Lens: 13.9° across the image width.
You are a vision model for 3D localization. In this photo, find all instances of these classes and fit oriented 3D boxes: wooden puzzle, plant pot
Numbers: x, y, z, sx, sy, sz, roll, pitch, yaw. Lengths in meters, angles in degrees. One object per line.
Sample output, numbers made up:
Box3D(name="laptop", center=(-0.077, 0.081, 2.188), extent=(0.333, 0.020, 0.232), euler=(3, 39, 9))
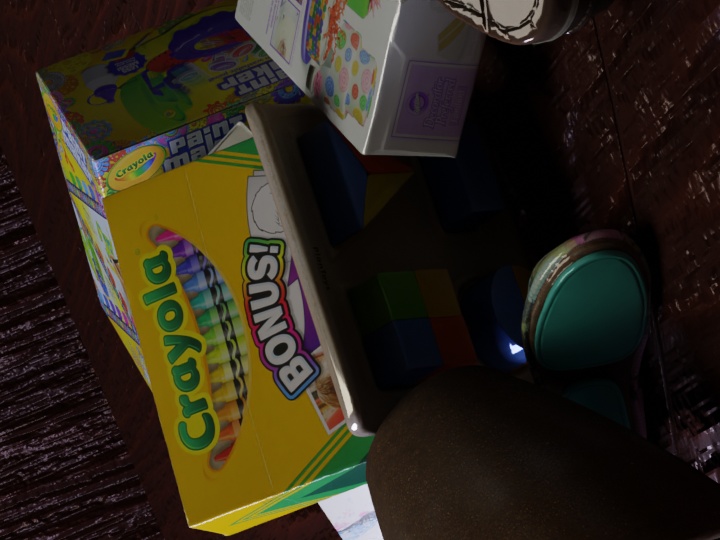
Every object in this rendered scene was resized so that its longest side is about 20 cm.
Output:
Box3D(name="wooden puzzle", center=(0.038, -0.010, 1.585), extent=(0.046, 0.199, 0.186), euler=(-29, 73, 37))
Box3D(name="plant pot", center=(0.094, 0.141, 1.478), extent=(0.200, 0.186, 0.188), euler=(47, 157, 40))

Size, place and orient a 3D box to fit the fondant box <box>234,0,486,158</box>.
Box3D(name="fondant box", center=(0.004, -0.164, 1.568), extent=(0.200, 0.058, 0.145), euler=(-130, 48, -56))

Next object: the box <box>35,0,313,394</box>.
Box3D(name="box", center=(-0.077, -0.056, 1.882), extent=(0.122, 0.199, 0.194), euler=(-127, 20, -51))

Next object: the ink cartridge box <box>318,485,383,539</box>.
Box3D(name="ink cartridge box", center=(0.045, 0.130, 1.761), extent=(0.200, 0.116, 0.068), euler=(57, -145, -30))

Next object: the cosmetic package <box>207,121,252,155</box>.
Box3D(name="cosmetic package", center=(-0.021, 0.009, 1.809), extent=(0.200, 0.087, 0.103), euler=(36, -169, -39))

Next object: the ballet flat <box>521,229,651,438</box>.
Box3D(name="ballet flat", center=(0.119, 0.036, 1.556), extent=(0.201, 0.069, 0.071), euler=(81, -179, -45))

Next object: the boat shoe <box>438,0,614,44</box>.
Box3D(name="boat shoe", center=(0.041, -0.170, 1.417), extent=(0.202, 0.075, 0.075), euler=(41, 128, 30))

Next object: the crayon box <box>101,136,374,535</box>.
Box3D(name="crayon box", center=(-0.037, 0.025, 1.661), extent=(0.058, 0.172, 0.201), euler=(28, -136, -67))
